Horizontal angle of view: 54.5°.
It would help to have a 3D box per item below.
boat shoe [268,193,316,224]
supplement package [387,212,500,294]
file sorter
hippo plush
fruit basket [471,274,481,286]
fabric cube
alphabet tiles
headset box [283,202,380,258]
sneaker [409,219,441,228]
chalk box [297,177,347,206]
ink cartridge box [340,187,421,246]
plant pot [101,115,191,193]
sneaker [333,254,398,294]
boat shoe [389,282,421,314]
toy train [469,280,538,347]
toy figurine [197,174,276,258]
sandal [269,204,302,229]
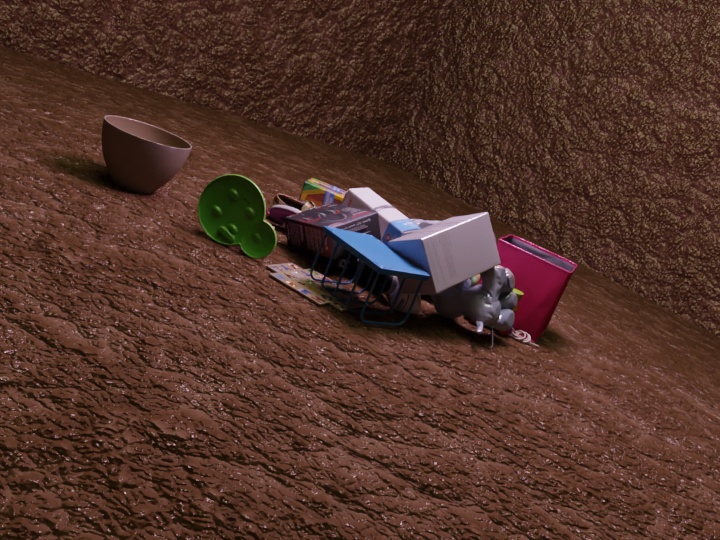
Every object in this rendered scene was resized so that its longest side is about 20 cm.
[{"bbox_3d":[-0.145,-0.143,1.838,0.200,0.074,0.076,20,34,1],"label":"boat shoe"},{"bbox_3d":[0.181,-0.037,1.501,0.200,0.122,0.120,-21,10,-33],"label":"supplement package"},{"bbox_3d":[0.009,0.011,1.427,0.139,0.123,0.200,9,20,-43],"label":"file sorter"},{"bbox_3d":[0.256,0.079,1.602,0.160,0.200,0.159,4,-27,36],"label":"hippo plush"},{"bbox_3d":[0.291,-0.014,1.859,0.093,0.186,0.200,-2,9,9],"label":"fruit basket"},{"bbox_3d":[0.422,0.041,1.810,0.196,0.200,0.200,26,15,18],"label":"fabric cube"},{"bbox_3d":[-0.094,0.032,1.456,0.200,0.006,0.166,29,16,23],"label":"alphabet tiles"},{"bbox_3d":[-0.059,-0.095,1.632,0.148,0.075,0.200,-22,25,-35],"label":"headset box"},{"bbox_3d":[0.175,-0.109,1.900,0.071,0.073,0.200,17,1,36],"label":"sneaker"},{"bbox_3d":[-0.073,-0.160,1.935,0.200,0.125,0.124,22,14,2],"label":"chalk box"},{"bbox_3d":[0.035,-0.094,1.744,0.086,0.147,0.200,-11,44,-45],"label":"ink cartridge box"},{"bbox_3d":[-0.507,-0.257,1.616,0.200,0.135,0.200,21,15,-6],"label":"plant pot"},{"bbox_3d":[0.000,0.000,1.604,0.112,0.073,0.200,10,12,-25],"label":"sneaker"},{"bbox_3d":[0.105,0.037,1.598,0.065,0.074,0.200,24,32,-12],"label":"boat shoe"},{"bbox_3d":[0.361,0.095,1.688,0.200,0.116,0.085,22,15,0],"label":"toy train"},{"bbox_3d":[-0.242,-0.113,1.559,0.200,0.150,0.184,46,8,4],"label":"toy figurine"},{"bbox_3d":[-0.147,-0.105,1.768,0.202,0.083,0.050,26,58,7],"label":"sandal"}]
